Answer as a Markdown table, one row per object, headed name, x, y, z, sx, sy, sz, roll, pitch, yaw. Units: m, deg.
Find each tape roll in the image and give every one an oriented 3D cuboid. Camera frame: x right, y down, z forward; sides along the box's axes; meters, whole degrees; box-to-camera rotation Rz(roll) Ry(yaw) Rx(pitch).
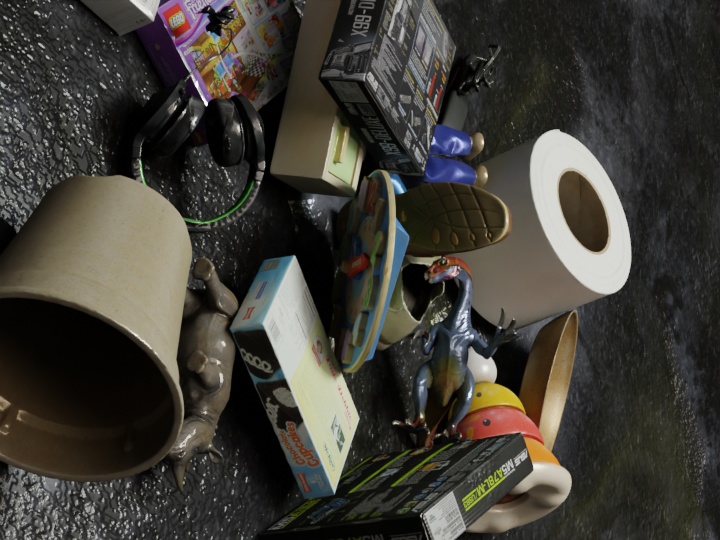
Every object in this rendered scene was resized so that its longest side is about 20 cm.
| name | x | y | z | sx | sy | sz | roll | pitch | yaw |
| --- | --- | --- | --- | --- | --- | --- | --- | --- | --- |
| tape roll | 0.205 | -0.045 | 1.730 | 0.202 | 0.139 | 0.203 | 27 | 52 | -41 |

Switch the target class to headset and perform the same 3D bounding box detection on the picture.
| name | x | y | z | sx | sy | sz | roll | pitch | yaw |
| --- | --- | --- | --- | --- | --- | --- | --- | --- | --- |
| headset | -0.140 | -0.135 | 1.334 | 0.123 | 0.094 | 0.201 | 9 | 83 | -19 |

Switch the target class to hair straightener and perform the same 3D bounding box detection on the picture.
| name | x | y | z | sx | sy | sz | roll | pitch | yaw |
| --- | --- | --- | --- | --- | --- | --- | --- | --- | --- |
| hair straightener | 0.132 | -0.210 | 1.759 | 0.041 | 0.077 | 0.200 | 57 | 40 | -23 |

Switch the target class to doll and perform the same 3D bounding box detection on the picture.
| name | x | y | z | sx | sy | sz | roll | pitch | yaw |
| --- | --- | --- | --- | --- | --- | --- | --- | --- | --- |
| doll | 0.052 | -0.122 | 1.617 | 0.199 | 0.048 | 0.137 | 4 | 75 | -38 |

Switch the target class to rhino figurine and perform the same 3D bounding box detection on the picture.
| name | x | y | z | sx | sy | sz | roll | pitch | yaw |
| --- | --- | --- | --- | --- | --- | --- | --- | --- | --- |
| rhino figurine | -0.144 | 0.097 | 1.307 | 0.087 | 0.060 | 0.201 | 53 | 38 | -63 |

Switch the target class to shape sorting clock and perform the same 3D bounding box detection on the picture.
| name | x | y | z | sx | sy | sz | roll | pitch | yaw |
| --- | --- | --- | --- | --- | --- | --- | --- | --- | --- |
| shape sorting clock | 0.000 | 0.000 | 1.444 | 0.039 | 0.200 | 0.201 | 13 | 64 | -14 |

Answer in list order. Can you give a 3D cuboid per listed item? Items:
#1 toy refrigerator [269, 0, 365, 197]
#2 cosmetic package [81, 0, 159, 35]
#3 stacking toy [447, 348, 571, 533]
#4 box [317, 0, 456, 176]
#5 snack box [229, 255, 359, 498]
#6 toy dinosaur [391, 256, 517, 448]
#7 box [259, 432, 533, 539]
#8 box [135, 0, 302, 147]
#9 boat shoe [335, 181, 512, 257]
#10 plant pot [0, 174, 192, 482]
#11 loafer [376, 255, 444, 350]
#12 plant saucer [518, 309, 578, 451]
| name | x | y | z | sx | sy | sz | roll | pitch | yaw |
| --- | --- | --- | --- | --- | --- | --- | --- | --- | --- |
| toy refrigerator | -0.026 | -0.181 | 1.498 | 0.076 | 0.070 | 0.201 | 28 | 72 | -61 |
| cosmetic package | -0.209 | -0.324 | 1.369 | 0.082 | 0.051 | 0.201 | 38 | 51 | -39 |
| stacking toy | 0.139 | 0.177 | 1.636 | 0.146 | 0.146 | 0.201 | 26 | 40 | -46 |
| box | 0.032 | -0.209 | 1.479 | 0.200 | 0.050 | 0.158 | 50 | 50 | -60 |
| snack box | -0.058 | 0.101 | 1.394 | 0.116 | 0.037 | 0.201 | -68 | 143 | -55 |
| toy dinosaur | 0.080 | 0.084 | 1.548 | 0.105 | 0.200 | 0.182 | 14 | 68 | -12 |
| box | 0.037 | 0.218 | 1.400 | 0.200 | 0.193 | 0.048 | -28 | 99 | -54 |
| box | -0.127 | -0.227 | 1.455 | 0.200 | 0.039 | 0.137 | -47 | 117 | -48 |
| boat shoe | 0.072 | -0.049 | 1.528 | 0.067 | 0.199 | 0.072 | 14 | 76 | -55 |
| plant pot | -0.215 | 0.031 | 1.153 | 0.201 | 0.200 | 0.184 | 51 | 31 | -29 |
| loafer | 0.059 | 0.002 | 1.602 | 0.076 | 0.068 | 0.200 | 49 | 45 | -33 |
| plant saucer | 0.214 | 0.140 | 1.733 | 0.200 | 0.035 | 0.201 | 12 | 90 | -75 |
